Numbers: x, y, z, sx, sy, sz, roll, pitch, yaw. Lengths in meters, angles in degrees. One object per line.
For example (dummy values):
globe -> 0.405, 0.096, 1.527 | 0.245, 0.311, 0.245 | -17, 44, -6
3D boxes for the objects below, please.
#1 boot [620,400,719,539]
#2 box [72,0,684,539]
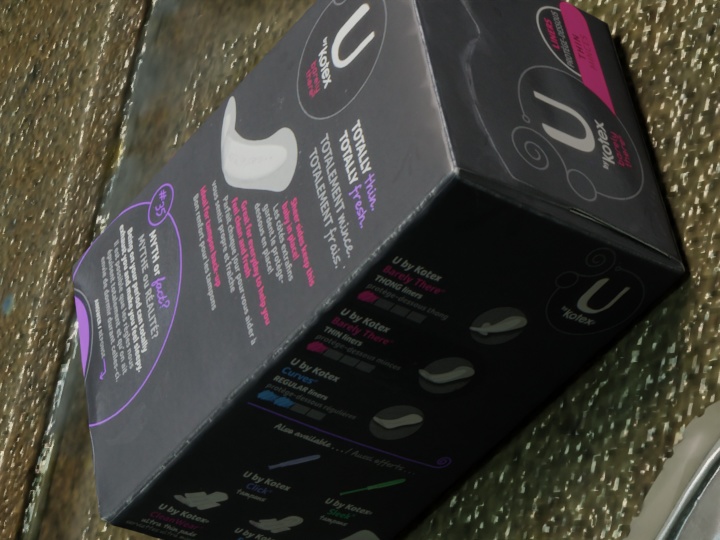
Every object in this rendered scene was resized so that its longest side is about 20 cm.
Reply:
boot -> 0.131, 0.133, 0.712 | 0.200, 0.072, 0.183 | 29, 98, 52
box -> 0.000, 0.000, 0.941 | 0.200, 0.106, 0.123 | -45, 41, 33
